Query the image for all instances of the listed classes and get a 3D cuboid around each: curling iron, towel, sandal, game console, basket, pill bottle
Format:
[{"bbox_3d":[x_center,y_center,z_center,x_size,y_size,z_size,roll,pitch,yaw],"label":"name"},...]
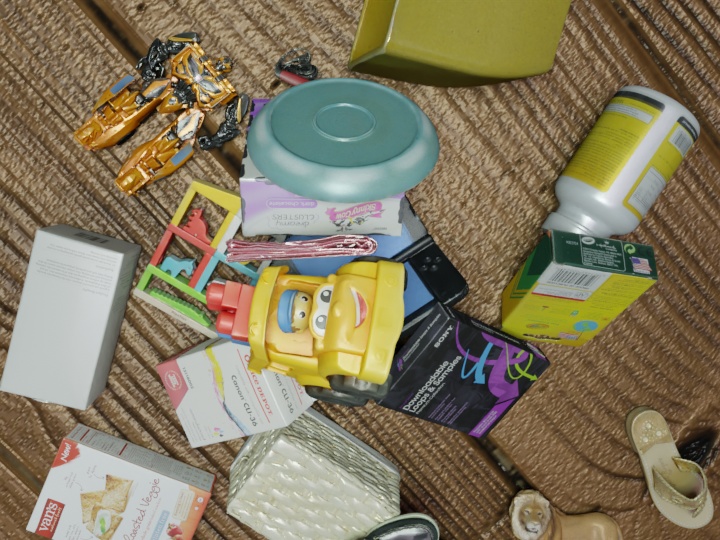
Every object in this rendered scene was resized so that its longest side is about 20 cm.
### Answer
[{"bbox_3d":[-0.024,-0.208,0.772,0.200,0.026,0.050,35,79,27],"label":"curling iron"},{"bbox_3d":[-0.055,-0.025,0.713,0.144,0.200,0.023,-2,92,0],"label":"towel"},{"bbox_3d":[0.436,0.288,0.913,0.078,0.070,0.212,-31,100,1],"label":"sandal"},{"bbox_3d":[0.000,0.000,0.817,0.200,0.176,0.116,-33,128,2],"label":"game console"},{"bbox_3d":[-0.057,0.278,0.848,0.200,0.123,0.136,35,96,-9],"label":"basket"},{"bbox_3d":[0.312,-0.115,0.820,0.112,0.112,0.200,33,95,-8],"label":"pill bottle"}]

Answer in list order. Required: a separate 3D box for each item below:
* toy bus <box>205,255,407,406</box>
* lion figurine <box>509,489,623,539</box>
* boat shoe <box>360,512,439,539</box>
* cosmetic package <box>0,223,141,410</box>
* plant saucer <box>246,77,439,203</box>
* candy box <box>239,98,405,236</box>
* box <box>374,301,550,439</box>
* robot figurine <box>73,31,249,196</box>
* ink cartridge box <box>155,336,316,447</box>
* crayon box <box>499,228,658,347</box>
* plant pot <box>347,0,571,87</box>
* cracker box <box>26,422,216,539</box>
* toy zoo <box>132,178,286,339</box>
[{"bbox_3d":[-0.062,0.049,0.669,0.192,0.200,0.136,15,73,-10],"label":"toy bus"},{"bbox_3d":[0.294,0.367,0.923,0.200,0.072,0.123,6,85,-19],"label":"lion figurine"},{"bbox_3d":[0.004,0.351,0.765,0.199,0.066,0.075,-26,87,1],"label":"boat shoe"},{"bbox_3d":[-0.351,0.055,0.812,0.107,0.085,0.200,17,98,-6],"label":"cosmetic package"},{"bbox_3d":[-0.017,-0.144,0.682,0.200,0.200,0.027,0,138,-4],"label":"plant saucer"},{"bbox_3d":[-0.043,-0.120,0.745,0.167,0.200,0.072,0,127,-5],"label":"candy box"},{"bbox_3d":[0.127,0.131,0.828,0.200,0.036,0.143,25,111,-33],"label":"box"},{"bbox_3d":[-0.232,-0.188,0.795,0.200,0.058,0.145,-40,100,3],"label":"robot figurine"},{"bbox_3d":[-0.137,0.132,0.801,0.200,0.067,0.117,-20,96,29],"label":"ink cartridge box"},{"bbox_3d":[0.256,0.029,0.827,0.127,0.200,0.051,9,59,-6],"label":"crayon box"},{"bbox_3d":[0.119,-0.300,0.745,0.200,0.196,0.195,14,98,-15],"label":"plant pot"},{"bbox_3d":[-0.308,0.302,0.867,0.200,0.058,0.134,23,96,-7],"label":"cracker box"},{"bbox_3d":[-0.180,-0.022,0.827,0.131,0.020,0.200,30,105,-7],"label":"toy zoo"}]
